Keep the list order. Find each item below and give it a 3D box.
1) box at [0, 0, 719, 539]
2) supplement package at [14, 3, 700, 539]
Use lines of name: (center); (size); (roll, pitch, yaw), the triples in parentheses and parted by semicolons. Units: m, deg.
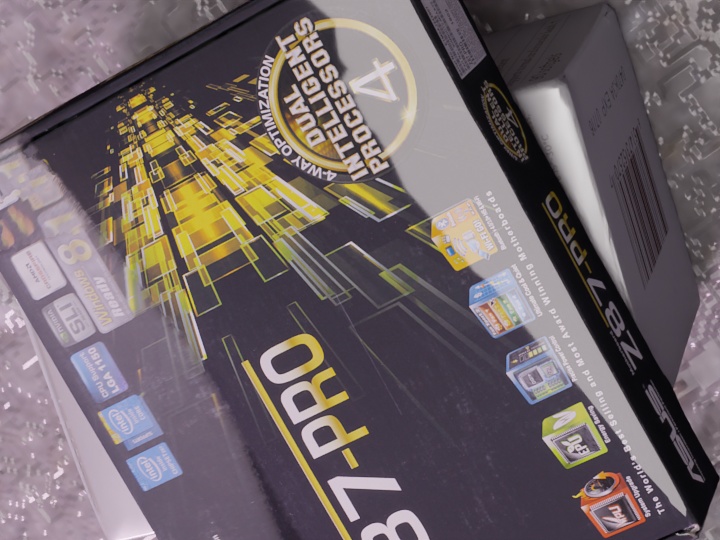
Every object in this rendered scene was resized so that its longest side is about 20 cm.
box: (-0.007, 0.017, 0.729); (0.160, 0.049, 0.201); (-25, 100, 23)
supplement package: (0.000, 0.000, 0.811); (0.198, 0.117, 0.118); (-14, 105, 18)
